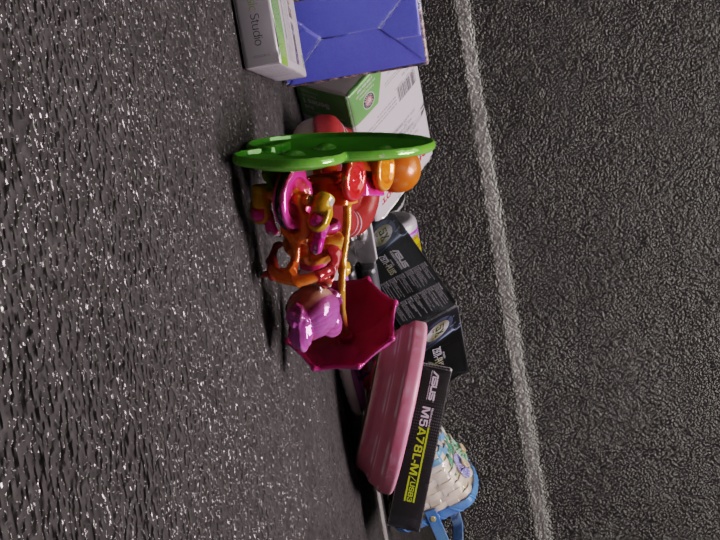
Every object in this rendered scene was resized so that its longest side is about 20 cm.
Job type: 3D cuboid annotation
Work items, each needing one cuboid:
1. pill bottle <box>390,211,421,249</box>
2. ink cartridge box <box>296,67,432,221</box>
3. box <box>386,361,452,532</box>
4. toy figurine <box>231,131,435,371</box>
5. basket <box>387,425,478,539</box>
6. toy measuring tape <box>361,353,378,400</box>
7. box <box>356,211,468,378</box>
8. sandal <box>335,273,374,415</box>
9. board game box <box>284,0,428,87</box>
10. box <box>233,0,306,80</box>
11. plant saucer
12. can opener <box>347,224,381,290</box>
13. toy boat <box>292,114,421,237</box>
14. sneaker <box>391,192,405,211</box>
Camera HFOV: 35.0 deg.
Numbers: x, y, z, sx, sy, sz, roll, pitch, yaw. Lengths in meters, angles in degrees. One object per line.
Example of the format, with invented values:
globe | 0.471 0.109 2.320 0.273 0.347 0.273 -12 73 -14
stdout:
pill bottle | 0.056 0.012 1.878 0.104 0.103 0.202 -87 167 -69
ink cartridge box | 0.009 -0.184 1.400 0.146 0.084 0.201 -51 145 -32
box | 0.071 0.210 1.411 0.200 0.047 0.195 70 30 -86
toy figurine | -0.025 -0.007 0.891 0.200 0.149 0.186 -25 117 -63
basket | 0.110 0.334 1.677 0.177 0.138 0.201 -89 159 -71
toy measuring tape | 0.038 0.179 1.532 0.074 0.073 0.201 73 14 -58
box | 0.065 0.047 1.624 0.200 0.086 0.164 57 -11 38
sandal | -0.005 0.075 1.308 0.083 0.049 0.204 -86 167 -68
board game box | -0.014 -0.299 1.265 0.201 0.158 0.097 -92 172 -56
box | -0.087 -0.251 1.040 0.200 0.036 0.146 -69 149 -84
plant saucer | 0.033 0.154 1.314 0.201 0.050 0.202 -168 -90 -90
can opener | 0.000 0.000 1.514 0.067 0.053 0.201 -89 170 -63
toy boat | 0.002 -0.103 1.239 0.200 0.130 0.132 -16 98 -85
sneaker | 0.054 -0.138 2.362 0.200 0.080 0.087 -80 172 -60
